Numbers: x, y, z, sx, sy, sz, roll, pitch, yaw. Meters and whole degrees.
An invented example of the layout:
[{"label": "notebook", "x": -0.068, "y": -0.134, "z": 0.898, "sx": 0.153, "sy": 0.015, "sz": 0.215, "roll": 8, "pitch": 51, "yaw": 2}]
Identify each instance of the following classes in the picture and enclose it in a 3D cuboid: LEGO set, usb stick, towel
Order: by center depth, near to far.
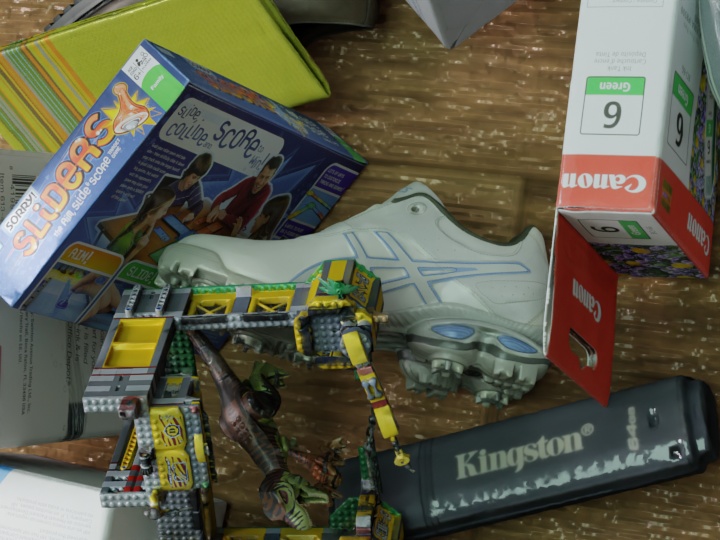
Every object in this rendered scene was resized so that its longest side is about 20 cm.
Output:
[{"label": "LEGO set", "x": -0.051, "y": 0.097, "z": 1.093, "sx": 0.154, "sy": 0.116, "sz": 0.200, "roll": 6, "pitch": 119, "yaw": 4}, {"label": "usb stick", "x": 0.076, "y": 0.096, "z": 1.172, "sx": 0.200, "sy": 0.033, "sz": 0.055, "roll": -15, "pitch": 47, "yaw": 20}, {"label": "towel", "x": -0.116, "y": -0.101, "z": 1.246, "sx": 0.200, "sy": 0.086, "sz": 0.018, "roll": -13, "pitch": 40, "yaw": 34}]

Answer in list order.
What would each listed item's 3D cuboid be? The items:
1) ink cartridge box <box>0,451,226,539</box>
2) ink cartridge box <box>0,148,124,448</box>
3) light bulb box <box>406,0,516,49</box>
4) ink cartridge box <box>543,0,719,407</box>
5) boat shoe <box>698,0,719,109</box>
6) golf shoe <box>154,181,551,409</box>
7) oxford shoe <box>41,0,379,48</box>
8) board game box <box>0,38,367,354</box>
[{"label": "ink cartridge box", "x": -0.168, "y": 0.199, "z": 1.216, "sx": 0.129, "sy": 0.125, "sz": 0.200, "roll": 11, "pitch": 88, "yaw": 24}, {"label": "ink cartridge box", "x": -0.183, "y": 0.012, "z": 1.202, "sx": 0.084, "sy": 0.200, "sz": 0.145, "roll": 2, "pitch": 91, "yaw": 25}, {"label": "light bulb box", "x": 0.051, "y": -0.255, "z": 1.164, "sx": 0.198, "sy": 0.125, "sz": 0.200, "roll": -36, "pitch": 69, "yaw": -4}, {"label": "ink cartridge box", "x": 0.132, "y": -0.044, "z": 1.119, "sx": 0.050, "sy": 0.109, "sz": 0.200, "roll": 2, "pitch": 75, "yaw": 22}, {"label": "boat shoe", "x": 0.176, "y": -0.149, "z": 1.072, "sx": 0.070, "sy": 0.072, "sz": 0.201, "roll": -4, "pitch": 87, "yaw": 24}, {"label": "golf shoe", "x": 0.000, "y": 0.000, "z": 1.174, "sx": 0.200, "sy": 0.078, "sz": 0.097, "roll": 15, "pitch": 71, "yaw": -15}, {"label": "oxford shoe", "x": -0.083, "y": -0.123, "z": 1.258, "sx": 0.200, "sy": 0.073, "sz": 0.084, "roll": -16, "pitch": 84, "yaw": 23}, {"label": "board game box", "x": -0.087, "y": -0.029, "z": 1.174, "sx": 0.034, "sy": 0.200, "sz": 0.135, "roll": 43, "pitch": 99, "yaw": 24}]
